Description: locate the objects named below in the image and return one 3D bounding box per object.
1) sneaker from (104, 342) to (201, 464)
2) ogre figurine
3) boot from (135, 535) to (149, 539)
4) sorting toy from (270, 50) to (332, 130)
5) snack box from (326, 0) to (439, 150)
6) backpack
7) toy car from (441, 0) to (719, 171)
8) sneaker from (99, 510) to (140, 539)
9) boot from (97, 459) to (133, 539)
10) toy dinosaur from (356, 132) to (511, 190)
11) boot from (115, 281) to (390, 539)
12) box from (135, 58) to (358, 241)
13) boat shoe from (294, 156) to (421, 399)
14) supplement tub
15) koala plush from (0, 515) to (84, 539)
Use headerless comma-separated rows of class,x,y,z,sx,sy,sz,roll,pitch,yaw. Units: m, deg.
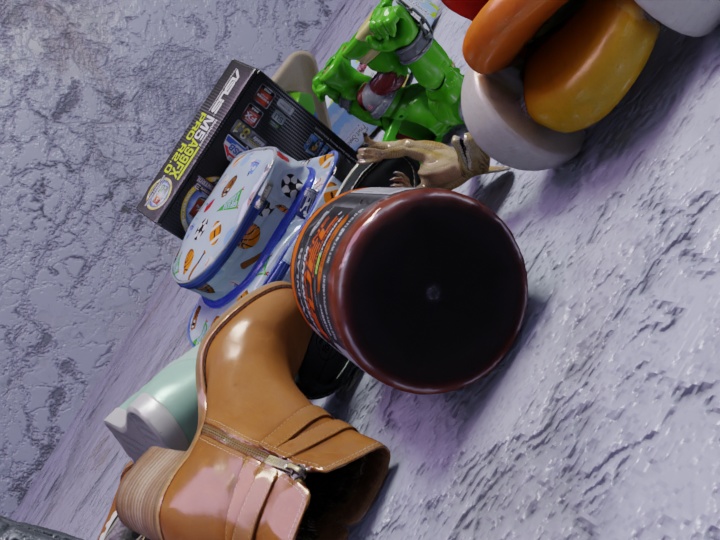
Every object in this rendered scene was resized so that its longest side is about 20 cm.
sneaker,-0.121,0.101,0.811,0.118,0.074,0.200,-38,1,-25
ogre figurine,0.031,-0.156,0.935,0.200,0.120,0.098,-38,18,52
boot,-0.126,0.216,0.735,0.200,0.073,0.150,-53,10,-21
sorting toy,-0.070,-0.098,1.098,0.036,0.186,0.200,4,38,24
snack box,0.005,-0.232,1.330,0.169,0.067,0.201,-43,20,48
backpack,-0.067,-0.003,0.891,0.192,0.153,0.200,-68,16,-6
toy car,0.108,-0.172,0.617,0.175,0.149,0.201,-46,17,41
sneaker,-0.180,0.260,0.833,0.201,0.073,0.087,-66,15,-17
boot,-0.205,0.262,0.925,0.155,0.073,0.201,-71,7,-50
toy dinosaur,0.052,-0.069,0.745,0.200,0.100,0.059,-58,-36,-79
boot,-0.046,0.089,0.654,0.154,0.077,0.200,1,41,42
box,-0.085,-0.072,1.003,0.044,0.200,0.161,29,85,46
boat shoe,-0.002,-0.001,0.778,0.200,0.074,0.066,-61,8,-6
supplement tub,0.017,0.005,0.635,0.107,0.107,0.200,-57,12,-4
koala plush,-0.412,0.385,1.217,0.177,0.183,0.202,-19,51,70
